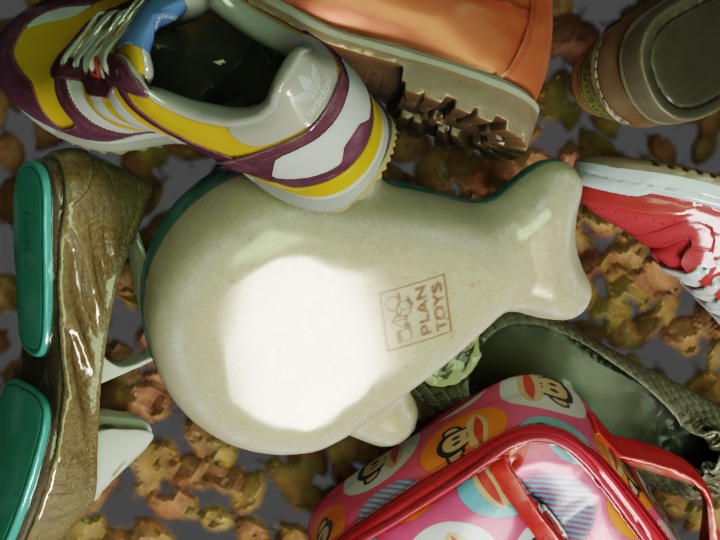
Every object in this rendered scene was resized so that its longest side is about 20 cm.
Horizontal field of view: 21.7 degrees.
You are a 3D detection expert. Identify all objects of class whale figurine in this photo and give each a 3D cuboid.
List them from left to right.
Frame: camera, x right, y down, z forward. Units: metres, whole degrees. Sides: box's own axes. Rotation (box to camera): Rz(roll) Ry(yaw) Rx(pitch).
[{"bbox_3d":[0.000,0.000,0.830,0.199,0.104,0.160,-16,116,-11],"label":"whale figurine"}]

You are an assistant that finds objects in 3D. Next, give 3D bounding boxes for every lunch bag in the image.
[{"bbox_3d":[0.090,0.151,0.875,0.176,0.082,0.200,-35,110,12],"label":"lunch bag"}]

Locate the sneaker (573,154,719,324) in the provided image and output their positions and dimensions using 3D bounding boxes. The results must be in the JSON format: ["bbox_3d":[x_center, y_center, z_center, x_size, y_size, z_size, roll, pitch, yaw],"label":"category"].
[{"bbox_3d":[0.179,0.017,0.886,0.199,0.071,0.113,17,95,-16],"label":"sneaker"}]

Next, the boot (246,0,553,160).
[{"bbox_3d":[-0.006,-0.132,0.825,0.199,0.075,0.108,20,78,-9],"label":"boot"}]

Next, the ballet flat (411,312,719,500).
[{"bbox_3d":[0.101,0.061,0.892,0.199,0.046,0.068,26,95,-15],"label":"ballet flat"}]

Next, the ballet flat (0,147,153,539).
[{"bbox_3d":[-0.126,0.046,0.842,0.072,0.068,0.201,3,98,-31],"label":"ballet flat"}]

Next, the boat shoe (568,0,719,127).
[{"bbox_3d":[0.182,-0.118,0.860,0.199,0.068,0.072,-18,98,-28],"label":"boat shoe"}]

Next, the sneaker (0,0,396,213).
[{"bbox_3d":[-0.082,-0.087,0.755,0.075,0.199,0.090,-65,149,-15],"label":"sneaker"}]
